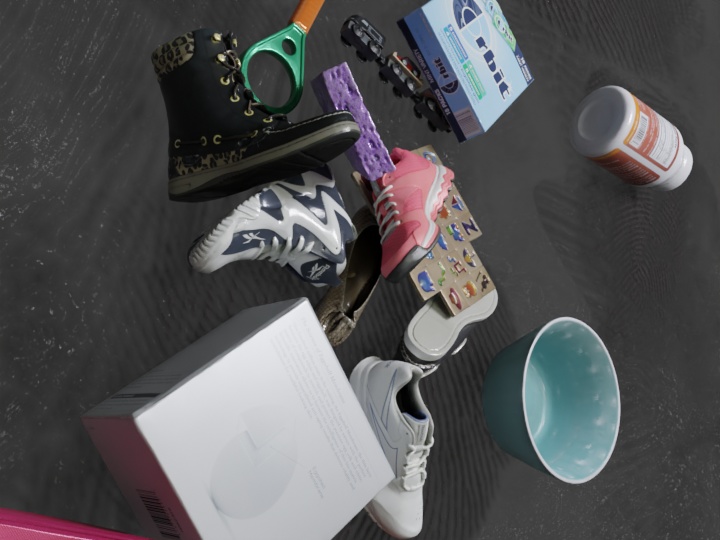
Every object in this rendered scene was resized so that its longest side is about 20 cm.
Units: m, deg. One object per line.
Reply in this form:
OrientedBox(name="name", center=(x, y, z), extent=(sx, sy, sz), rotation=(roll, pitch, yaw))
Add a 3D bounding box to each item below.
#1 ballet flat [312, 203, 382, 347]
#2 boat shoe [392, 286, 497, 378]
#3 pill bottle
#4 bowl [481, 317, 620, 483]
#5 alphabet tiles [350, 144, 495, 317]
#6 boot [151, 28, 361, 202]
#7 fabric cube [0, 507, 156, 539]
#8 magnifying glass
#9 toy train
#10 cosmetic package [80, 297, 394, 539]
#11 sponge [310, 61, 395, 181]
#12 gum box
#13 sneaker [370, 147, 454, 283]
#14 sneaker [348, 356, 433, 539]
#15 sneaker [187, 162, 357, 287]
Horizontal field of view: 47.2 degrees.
OrientedBox(name="ballet flat", center=(0.000, 0.000, 0.918), extent=(0.067, 0.046, 0.200), rotation=(44, 54, -24))
OrientedBox(name="boat shoe", center=(0.102, 0.064, 0.987), extent=(0.074, 0.060, 0.200), rotation=(37, 39, 7))
OrientedBox(name="pill bottle", center=(0.424, -0.196, 1.275), extent=(0.199, 0.112, 0.113), rotation=(21, 69, -36))
OrientedBox(name="bowl", center=(0.230, 0.164, 1.048), extent=(0.200, 0.105, 0.202), rotation=(8, 78, -39))
OrientedBox(name="alphabet tiles", center=(0.088, -0.048, 0.988), extent=(0.167, 0.008, 0.201), rotation=(-27, 87, -48))
OrientedBox(name="boot", center=(-0.107, -0.159, 0.769), extent=(0.073, 0.203, 0.155), rotation=(0, 76, -65))
OrientedBox(name="fabric cube", center=(-0.242, 0.270, 0.567), extent=(0.199, 0.196, 0.201), rotation=(24, 67, -35))
OrientedBox(name="magnifying glass", center=(-0.080, -0.253, 0.919), extent=(0.080, 0.022, 0.201), rotation=(38, 62, -29))
OrientedBox(name="toy train", center=(0.051, -0.241, 1.019), extent=(0.200, 0.034, 0.046), rotation=(39, 49, -29))
OrientedBox(name="cosmetic package", center=(-0.105, 0.162, 0.751), extent=(0.200, 0.123, 0.200), rotation=(-34, 104, -38))
OrientedBox(name="sponge", center=(-0.012, -0.154, 0.856), extent=(0.030, 0.200, 0.112), rotation=(-27, 102, 0))
OrientedBox(name="gum box", center=(0.144, -0.284, 1.074), extent=(0.170, 0.044, 0.200), rotation=(60, 40, -14))
OrientedBox(name="sneaker", center=(0.040, -0.064, 0.909), extent=(0.087, 0.074, 0.200), rotation=(33, 40, -11))
OrientedBox(name="sneaker", center=(0.040, 0.193, 0.893), extent=(0.074, 0.087, 0.201), rotation=(-10, 89, -43))
OrientedBox(name="sneaker", center=(-0.074, -0.023, 0.839), extent=(0.130, 0.079, 0.199), rotation=(55, 42, -8))
